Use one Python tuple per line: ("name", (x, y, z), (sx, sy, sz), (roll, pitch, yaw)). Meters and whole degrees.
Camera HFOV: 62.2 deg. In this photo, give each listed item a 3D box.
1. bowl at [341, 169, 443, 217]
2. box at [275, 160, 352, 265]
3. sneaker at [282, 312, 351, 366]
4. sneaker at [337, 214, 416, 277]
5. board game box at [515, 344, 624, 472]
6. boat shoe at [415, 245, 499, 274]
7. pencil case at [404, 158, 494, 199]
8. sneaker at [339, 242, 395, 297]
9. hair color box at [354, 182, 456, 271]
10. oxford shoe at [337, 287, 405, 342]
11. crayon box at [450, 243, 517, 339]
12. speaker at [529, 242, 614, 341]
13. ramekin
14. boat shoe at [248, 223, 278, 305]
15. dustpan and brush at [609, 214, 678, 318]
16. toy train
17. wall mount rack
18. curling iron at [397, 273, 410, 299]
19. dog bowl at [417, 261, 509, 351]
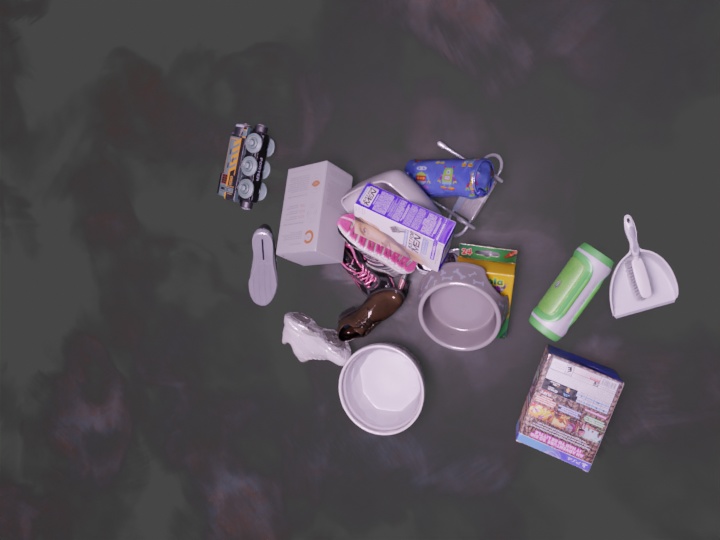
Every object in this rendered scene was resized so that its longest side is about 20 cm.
("bowl", (0.079, -0.130, 1.278), (0.200, 0.198, 0.075), (45, 62, -21))
("box", (-0.101, -0.124, 1.329), (0.122, 0.097, 0.205), (-3, 73, 38))
("sneaker", (-0.106, 0.182, 1.419), (0.198, 0.077, 0.101), (29, 113, 27))
("sneaker", (0.025, -0.045, 1.314), (0.198, 0.075, 0.087), (32, 147, -11))
("board game box", (0.437, 0.287, 1.264), (0.157, 0.097, 0.204), (21, 100, 13))
("boat shoe", (0.217, -0.019, 1.314), (0.195, 0.068, 0.074), (3, 95, 15))
("pencil case", (0.179, -0.189, 1.239), (0.197, 0.077, 0.089), (8, 86, 42))
("sneaker", (0.000, 0.000, 1.363), (0.079, 0.095, 0.200), (-43, 84, 12))
("hair color box", (0.085, -0.086, 1.196), (0.197, 0.110, 0.065), (27, 65, 14))
("oxford shoe", (0.023, 0.108, 1.343), (0.072, 0.085, 0.199), (40, 125, -18))
("crayon box", (0.260, 0.046, 1.271), (0.124, 0.051, 0.204), (7, 125, 15))
("speaker", (0.440, 0.046, 1.250), (0.088, 0.088, 0.202), (34, 102, 10))
("ramekin", (0.056, 0.260, 1.362), (0.195, 0.105, 0.205), (1, 95, 14))
("boat shoe", (-0.226, -0.015, 1.438), (0.070, 0.071, 0.204), (9, 117, 1))
("dustpan and brush", (0.563, -0.014, 1.217), (0.137, 0.057, 0.204), (-16, 90, 8))
("toy train", (-0.276, -0.252, 1.428), (0.112, 0.085, 0.205), (15, 98, 23))
("wall mount rack", (0.214, -0.185, 1.304), (0.173, 0.074, 0.203), (41, 105, 43))
("curling iron", (0.114, -0.026, 1.358), (0.025, 0.050, 0.205), (16, 93, 12))
("dog bowl", (0.209, 0.083, 1.245), (0.195, 0.059, 0.204), (9, 125, 13))
